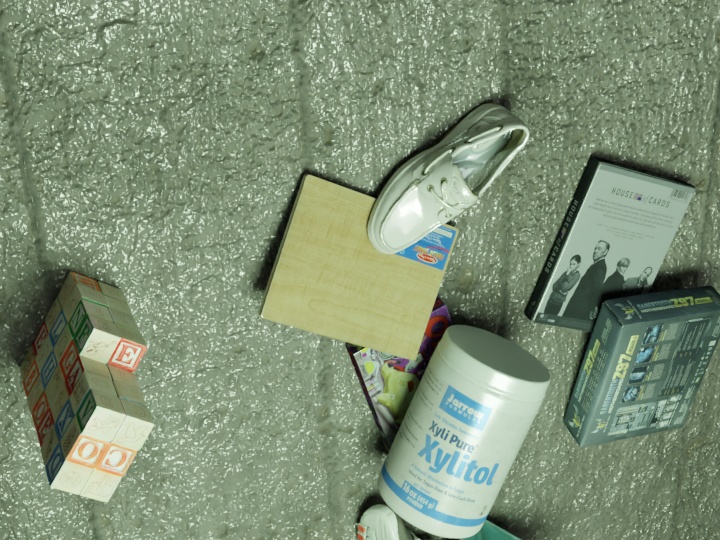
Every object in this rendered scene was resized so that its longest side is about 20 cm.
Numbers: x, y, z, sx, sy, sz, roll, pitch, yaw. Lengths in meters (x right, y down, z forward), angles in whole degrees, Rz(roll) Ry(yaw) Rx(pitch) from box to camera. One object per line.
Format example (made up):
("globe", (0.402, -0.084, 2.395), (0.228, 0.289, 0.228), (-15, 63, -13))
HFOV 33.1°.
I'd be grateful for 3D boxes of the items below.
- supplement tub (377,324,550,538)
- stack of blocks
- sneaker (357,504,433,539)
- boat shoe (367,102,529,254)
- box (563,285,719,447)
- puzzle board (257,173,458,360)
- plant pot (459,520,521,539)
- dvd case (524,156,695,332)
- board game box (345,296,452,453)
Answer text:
("supplement tub", (0.111, 0.177, 1.327), (0.131, 0.132, 0.202), (13, 109, -30))
("stack of blocks", (-0.248, 0.101, 1.106), (0.058, 0.200, 0.116), (23, 106, -32))
("sneaker", (0.055, 0.342, 1.467), (0.082, 0.077, 0.201), (-36, 133, -25))
("boat shoe", (0.090, -0.090, 1.238), (0.200, 0.069, 0.071), (-46, 122, -2))
("box", (0.344, 0.117, 1.465), (0.156, 0.051, 0.202), (-8, 130, -22))
("puzzle board", (0.000, 0.000, 1.265), (0.198, 0.017, 0.152), (17, 93, -32))
("plant pot", (0.170, 0.445, 1.501), (0.141, 0.140, 0.201), (-44, 144, -32))
("dvd case", (0.289, -0.022, 1.403), (0.149, 0.025, 0.202), (10, 110, -29))
("board game box", (0.067, 0.138, 1.381), (0.119, 0.032, 0.201), (-30, 124, -13))
